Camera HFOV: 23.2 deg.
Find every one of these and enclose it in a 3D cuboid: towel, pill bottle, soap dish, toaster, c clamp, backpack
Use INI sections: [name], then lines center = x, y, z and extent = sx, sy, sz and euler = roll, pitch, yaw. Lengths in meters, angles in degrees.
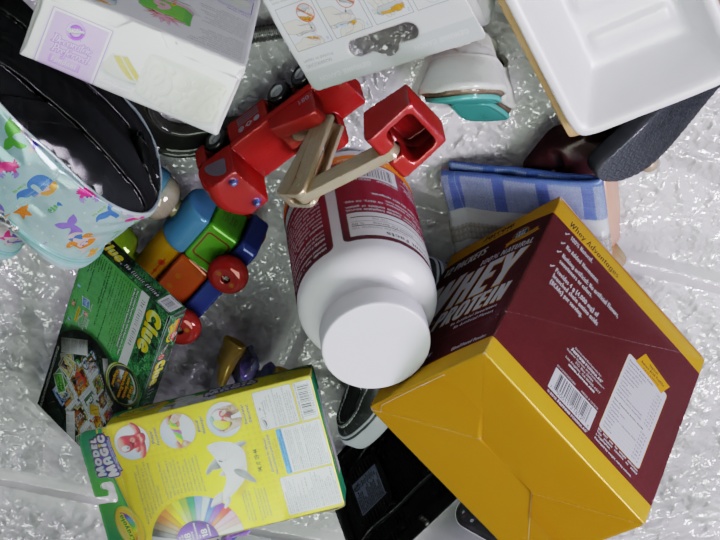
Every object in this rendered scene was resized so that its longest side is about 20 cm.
[towel]
center = 0.146, -0.003, 1.512
extent = 0.147, 0.024, 0.200
euler = 7, 130, 21
[pill bottle]
center = 0.000, 0.000, 1.419
extent = 0.113, 0.200, 0.113
euler = -4, 127, -5
[soap dish]
center = 0.190, -0.211, 1.316
extent = 0.157, 0.081, 0.200
euler = -22, 127, 16
[toaster]
center = 0.069, 0.195, 1.595
extent = 0.181, 0.200, 0.119
euler = -45, 123, 14
[c clamp]
center = -0.095, -0.166, 1.395
extent = 0.200, 0.027, 0.171
euler = -14, 132, 0
[backpack]
center = -0.249, -0.097, 1.324
extent = 0.200, 0.178, 0.151
euler = 36, 115, -27

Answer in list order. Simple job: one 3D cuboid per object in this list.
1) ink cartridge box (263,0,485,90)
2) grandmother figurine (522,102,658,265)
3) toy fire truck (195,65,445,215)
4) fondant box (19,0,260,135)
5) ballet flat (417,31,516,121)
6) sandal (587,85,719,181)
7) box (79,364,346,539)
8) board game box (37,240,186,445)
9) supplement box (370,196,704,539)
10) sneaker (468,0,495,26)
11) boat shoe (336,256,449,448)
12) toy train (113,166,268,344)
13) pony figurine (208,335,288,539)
[ink cartridge box]
center = -0.009, -0.243, 1.268
extent = 0.162, 0.050, 0.200
euler = -13, 119, 35
[grandmother figurine]
center = 0.191, -0.086, 1.477
extent = 0.121, 0.061, 0.200
euler = -17, 130, -7
[toy fire truck]
center = -0.037, -0.094, 1.358
extent = 0.200, 0.141, 0.049
euler = -35, 129, 17
[fondant box]
center = -0.150, -0.180, 1.247
extent = 0.144, 0.200, 0.058
euler = 22, 112, -9
[ballet flat]
center = 0.083, -0.153, 1.343
extent = 0.069, 0.200, 0.070
euler = 0, 90, 12
[sandal]
center = 0.253, -0.149, 1.419
extent = 0.200, 0.043, 0.076
euler = -46, 155, -6
[box]
center = -0.121, 0.158, 1.438
extent = 0.200, 0.048, 0.118
euler = -14, 98, 2
[board game box]
center = -0.212, 0.074, 1.475
extent = 0.023, 0.105, 0.200
euler = -24, 149, -44
[supplement box]
center = 0.149, 0.090, 1.433
extent = 0.197, 0.200, 0.133
euler = 47, 134, -15
[sneaker]
center = 0.030, -0.259, 1.320
extent = 0.099, 0.078, 0.200
euler = -25, 117, 18
[boat shoe]
center = 0.013, 0.071, 1.553
extent = 0.068, 0.074, 0.199
euler = 15, 123, -24
[toy train]
center = -0.177, 0.006, 1.483
extent = 0.116, 0.085, 0.200
euler = 37, 122, -12
[pony figurine]
center = -0.132, 0.165, 1.551
extent = 0.166, 0.193, 0.200
euler = 22, 101, -27
